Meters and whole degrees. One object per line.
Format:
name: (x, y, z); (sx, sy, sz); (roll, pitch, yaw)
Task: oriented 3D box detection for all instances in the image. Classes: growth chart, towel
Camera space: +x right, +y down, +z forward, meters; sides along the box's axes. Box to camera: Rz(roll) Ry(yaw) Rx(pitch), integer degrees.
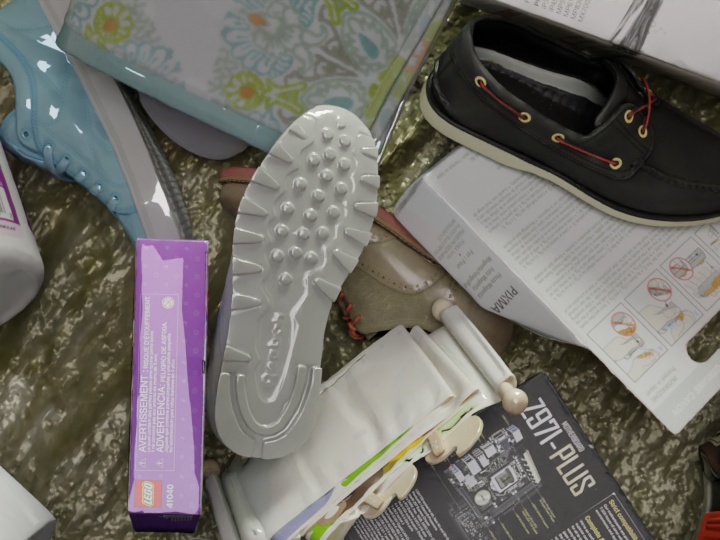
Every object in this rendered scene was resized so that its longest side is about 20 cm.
growth chart: (-0.005, 0.095, 0.989); (0.200, 0.145, 0.018); (-36, 120, 10)
towel: (-0.049, -0.158, 1.019); (0.200, 0.048, 0.171); (25, 102, -9)

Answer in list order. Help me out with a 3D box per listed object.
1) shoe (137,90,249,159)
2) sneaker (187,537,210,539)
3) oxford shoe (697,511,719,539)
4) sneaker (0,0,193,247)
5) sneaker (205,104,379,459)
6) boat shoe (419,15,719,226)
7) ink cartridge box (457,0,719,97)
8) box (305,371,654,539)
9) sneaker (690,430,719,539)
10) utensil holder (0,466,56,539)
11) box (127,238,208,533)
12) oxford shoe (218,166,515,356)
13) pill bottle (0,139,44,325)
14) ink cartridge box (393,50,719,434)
shoe: (-0.127, -0.163, 1.086); (0.071, 0.091, 0.200); (-33, 111, 5)
sneaker: (-0.161, 0.216, 1.018); (0.200, 0.077, 0.081); (-18, 71, -10)
oxford shoe: (0.243, 0.107, 0.992); (0.072, 0.071, 0.200); (26, 78, -18)
sneaker: (-0.167, -0.074, 1.072); (0.082, 0.074, 0.200); (-29, 73, 2)
sneaker: (-0.047, 0.004, 1.009); (0.076, 0.080, 0.200); (18, 89, -12)
boat shoe: (0.136, -0.082, 1.016); (0.201, 0.063, 0.074); (20, 51, -12)
ink cartridge box: (0.166, -0.160, 1.036); (0.200, 0.147, 0.083); (19, 97, -5)
box: (0.086, 0.185, 1.016); (0.164, 0.086, 0.200); (-33, 82, -6)
sneaker: (0.240, 0.103, 1.041); (0.075, 0.070, 0.200); (29, 81, -3)
utensil holder: (-0.292, 0.133, 0.978); (0.200, 0.170, 0.170); (40, 81, 4)
box: (-0.105, 0.069, 0.976); (0.039, 0.200, 0.137); (2, 79, -6)
oxford shoe: (0.000, 0.000, 1.058); (0.200, 0.070, 0.075); (24, 84, 4)
pill bottle: (-0.262, -0.065, 1.035); (0.112, 0.112, 0.200); (-20, 68, -5)
ink cartridge box: (0.142, -0.013, 1.044); (0.200, 0.057, 0.163); (49, 55, 4)
